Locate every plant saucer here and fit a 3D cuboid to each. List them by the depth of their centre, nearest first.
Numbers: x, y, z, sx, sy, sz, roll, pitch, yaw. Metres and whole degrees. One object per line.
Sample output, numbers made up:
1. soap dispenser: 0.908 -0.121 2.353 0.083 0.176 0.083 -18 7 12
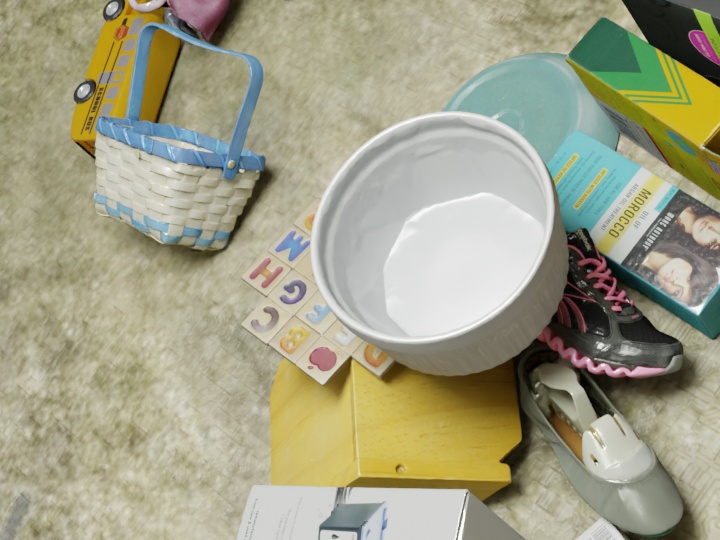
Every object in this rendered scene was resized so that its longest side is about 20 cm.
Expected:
1. plant saucer: 0.137 -0.122 1.465 0.199 0.036 0.201 -16 56 25

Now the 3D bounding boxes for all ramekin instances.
1. ramekin: 0.070 -0.012 1.264 0.199 0.105 0.201 -11 60 19

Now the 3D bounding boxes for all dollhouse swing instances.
1. dollhouse swing: 0.024 0.127 1.393 0.180 0.176 0.201 4 56 -11

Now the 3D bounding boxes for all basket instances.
1. basket: -0.180 -0.134 1.603 0.176 0.139 0.201 27 110 41

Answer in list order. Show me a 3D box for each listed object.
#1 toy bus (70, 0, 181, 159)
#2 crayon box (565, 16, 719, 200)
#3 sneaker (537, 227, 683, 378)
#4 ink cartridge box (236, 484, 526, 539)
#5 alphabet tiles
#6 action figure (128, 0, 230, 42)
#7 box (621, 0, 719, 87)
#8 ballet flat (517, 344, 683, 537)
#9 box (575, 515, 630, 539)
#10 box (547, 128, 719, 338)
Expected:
1. toy bus: -0.255 -0.215 1.766 0.078 0.065 0.201 -1 63 33
2. crayon box: 0.269 -0.116 1.312 0.051 0.127 0.200 -47 49 0
3. sneaker: 0.178 0.018 1.299 0.199 0.079 0.096 28 110 33
4. ink cartridge box: 0.022 0.233 1.255 0.199 0.146 0.086 -5 59 31
5. alphabet tiles: 0.000 0.000 1.356 0.166 0.006 0.200 34 72 30
6. action figure: -0.154 -0.347 1.732 0.201 0.148 0.134 -57 41 10
7. box: 0.319 -0.202 1.279 0.148 0.200 0.125 30 82 42
8. ballet flat: 0.178 0.127 1.248 0.067 0.064 0.200 -25 39 -12
9. box: 0.224 0.264 1.171 0.041 0.039 0.200 -43 48 5
10. box: 0.232 -0.033 1.326 0.200 0.049 0.082 36 86 37
